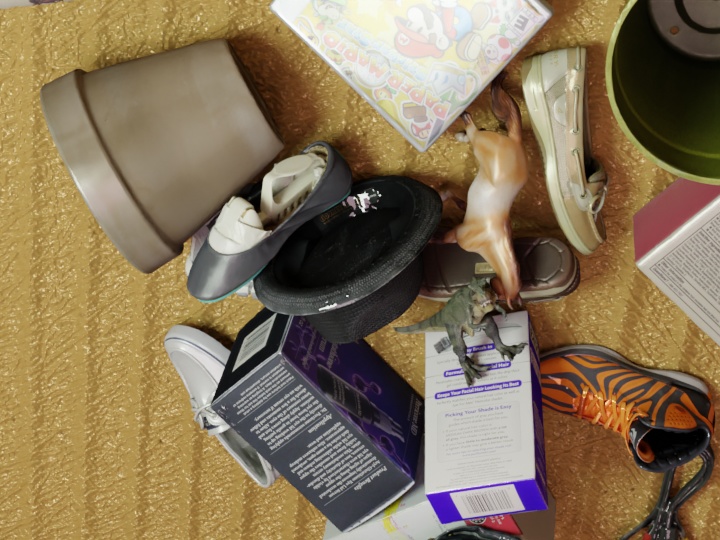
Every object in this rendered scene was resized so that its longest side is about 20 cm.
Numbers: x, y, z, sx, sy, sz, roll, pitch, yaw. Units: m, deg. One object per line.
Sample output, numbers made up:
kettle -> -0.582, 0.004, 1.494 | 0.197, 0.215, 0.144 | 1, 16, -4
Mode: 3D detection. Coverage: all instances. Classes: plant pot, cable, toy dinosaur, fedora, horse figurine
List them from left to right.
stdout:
plant pot -> -0.173, -0.126, 1.422 | 0.173, 0.200, 0.200 | -29, 111, 4
fedora -> 0.000, 0.000, 1.436 | 0.200, 0.201, 0.092 | -16, 123, 16
toy dinosaur -> 0.103, 0.059, 1.461 | 0.088, 0.047, 0.200 | 50, 153, -2
horse figurine -> 0.115, -0.080, 1.423 | 0.050, 0.132, 0.201 | -1, 112, -37
cable -> 0.325, 0.264, 1.636 | 0.097, 0.050, 0.201 | 13, 108, 21
plant pot -> 0.307, -0.204, 1.287 | 0.199, 0.193, 0.201 | 4, 119, 7

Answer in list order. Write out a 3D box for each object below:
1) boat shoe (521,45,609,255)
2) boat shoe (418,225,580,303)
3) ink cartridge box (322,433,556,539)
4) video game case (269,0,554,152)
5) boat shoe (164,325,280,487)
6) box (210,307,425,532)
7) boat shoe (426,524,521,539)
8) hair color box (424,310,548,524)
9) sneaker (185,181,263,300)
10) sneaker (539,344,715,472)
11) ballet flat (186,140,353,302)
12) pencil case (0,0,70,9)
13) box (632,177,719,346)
boat shoe -> 0.204, -0.109, 1.426 | 0.063, 0.073, 0.201 | -11, 109, 19
boat shoe -> 0.118, 0.003, 1.496 | 0.202, 0.075, 0.075 | 7, 78, 27
ink cartridge box -> 0.084, 0.264, 1.600 | 0.199, 0.145, 0.146 | -24, 112, 19
video game case -> 0.044, -0.237, 1.386 | 0.200, 0.023, 0.182 | 43, 116, -2
boat shoe -> -0.141, 0.144, 1.604 | 0.200, 0.065, 0.073 | 48, 142, -16
box -> -0.038, 0.138, 1.551 | 0.104, 0.148, 0.200 | -38, 108, 24
boat shoe -> 0.065, 0.293, 1.501 | 0.199, 0.071, 0.091 | 4, 117, 0
hair color box -> 0.121, 0.142, 1.494 | 0.109, 0.201, 0.065 | -10, 140, 15
sneaker -> -0.076, -0.028, 1.510 | 0.199, 0.075, 0.116 | 8, 117, 6
sneaker -> 0.256, 0.138, 1.525 | 0.199, 0.112, 0.078 | 7, 118, 6
ballet flat -> -0.090, -0.054, 1.416 | 0.200, 0.073, 0.073 | -40, 113, -22
pencil case -> -0.292, -0.289, 1.399 | 0.199, 0.078, 0.090 | -4, 132, 11
box -> 0.366, -0.048, 1.410 | 0.128, 0.109, 0.200 | 42, 116, -14
